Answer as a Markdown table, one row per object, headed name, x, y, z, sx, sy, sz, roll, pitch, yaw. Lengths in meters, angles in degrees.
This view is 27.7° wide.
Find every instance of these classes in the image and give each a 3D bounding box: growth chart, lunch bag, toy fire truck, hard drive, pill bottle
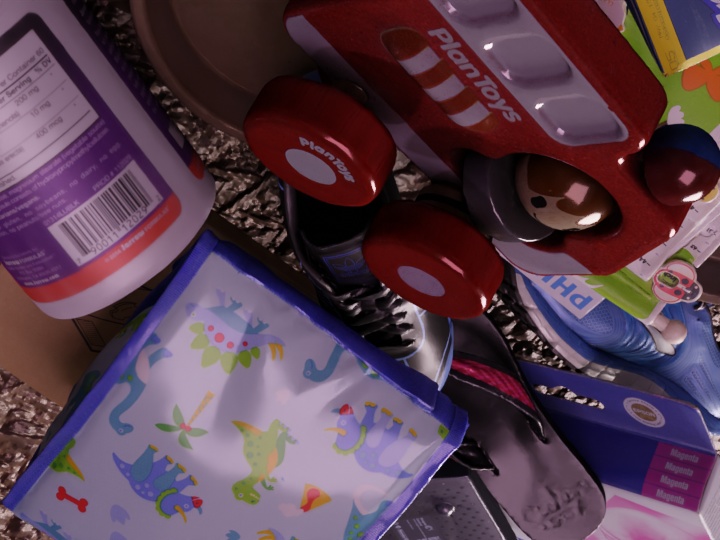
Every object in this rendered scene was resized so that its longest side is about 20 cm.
| name | x | y | z | sx | sy | sz | roll | pitch | yaw |
| --- | --- | --- | --- | --- | --- | --- | --- | --- | --- |
| growth chart | 0.143 | -0.064 | 0.715 | 0.144 | 0.018 | 0.200 | 28 | 130 | 0 |
| lunch bag | -0.064 | 0.087 | 0.774 | 0.170 | 0.128 | 0.200 | 35 | 128 | -10 |
| toy fire truck | 0.061 | -0.062 | 0.622 | 0.200 | 0.112 | 0.167 | 44 | 155 | -30 |
| hard drive | 0.001 | 0.175 | 0.981 | 0.199 | 0.042 | 0.135 | -13 | 133 | 20 |
| pill bottle | -0.168 | -0.084 | 0.697 | 0.111 | 0.112 | 0.200 | -28 | 116 | 15 |

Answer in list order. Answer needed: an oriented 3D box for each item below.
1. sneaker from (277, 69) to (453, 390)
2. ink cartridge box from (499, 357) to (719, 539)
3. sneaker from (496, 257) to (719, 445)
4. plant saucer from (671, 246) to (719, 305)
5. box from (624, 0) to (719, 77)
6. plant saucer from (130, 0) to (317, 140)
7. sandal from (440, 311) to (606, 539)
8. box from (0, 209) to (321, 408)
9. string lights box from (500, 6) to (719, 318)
| name | x | y | z | sx | sy | sz | roll | pitch | yaw |
| --- | --- | --- | --- | --- | --- | --- | --- | --- | --- |
| sneaker | 0.000 | 0.000 | 0.747 | 0.070 | 0.078 | 0.201 | -12 | 119 | 14 |
| ink cartridge box | 0.145 | 0.136 | 0.916 | 0.196 | 0.043 | 0.200 | 12 | 148 | 41 |
| sneaker | 0.162 | 0.027 | 0.891 | 0.199 | 0.079 | 0.089 | 32 | 97 | -24 |
| plant saucer | 0.210 | -0.066 | 0.795 | 0.199 | 0.030 | 0.201 | 10 | 128 | 13 |
| box | 0.120 | -0.173 | 0.616 | 0.064 | 0.201 | 0.070 | -24 | 131 | 11 |
| plant saucer | -0.014 | -0.146 | 0.723 | 0.199 | 0.030 | 0.201 | -4 | 132 | -5 |
| sandal | 0.069 | 0.083 | 0.841 | 0.075 | 0.045 | 0.200 | -39 | 95 | 21 |
| box | -0.112 | 0.036 | 0.839 | 0.200 | 0.021 | 0.164 | 36 | 118 | -11 |
| string lights box | 0.145 | -0.074 | 0.757 | 0.103 | 0.059 | 0.200 | 37 | 130 | -8 |
